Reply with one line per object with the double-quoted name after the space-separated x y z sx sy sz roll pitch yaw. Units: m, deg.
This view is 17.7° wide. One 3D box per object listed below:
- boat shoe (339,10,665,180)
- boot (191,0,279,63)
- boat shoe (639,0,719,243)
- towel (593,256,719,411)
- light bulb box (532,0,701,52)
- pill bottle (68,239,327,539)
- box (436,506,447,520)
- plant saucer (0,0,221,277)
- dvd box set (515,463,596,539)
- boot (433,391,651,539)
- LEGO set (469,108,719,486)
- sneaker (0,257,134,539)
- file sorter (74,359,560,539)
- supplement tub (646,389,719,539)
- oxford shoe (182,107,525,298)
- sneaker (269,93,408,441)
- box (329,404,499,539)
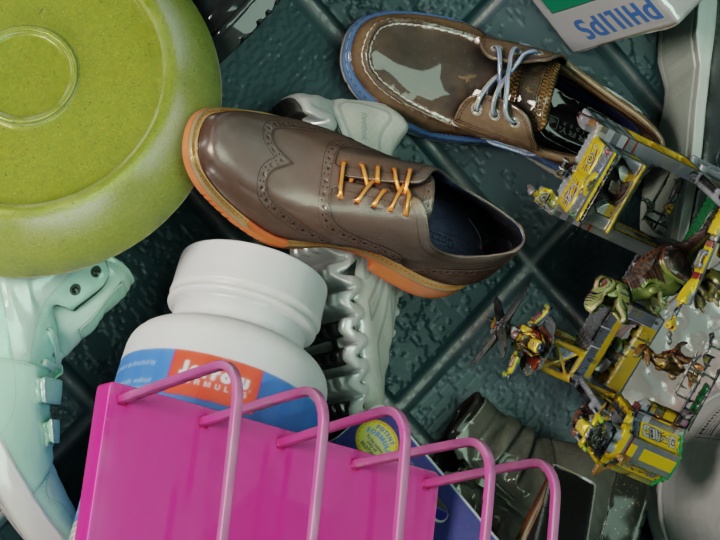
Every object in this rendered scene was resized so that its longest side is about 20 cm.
0.087 -0.103 1.323 0.199 0.072 0.073 16 81 -21 "boat shoe"
-0.085 -0.227 1.261 0.162 0.073 0.199 39 76 -12 "boot"
0.209 -0.083 1.371 0.060 0.076 0.201 11 84 -16 "boat shoe"
0.249 0.084 1.402 0.191 0.032 0.200 -40 101 -19 "towel"
0.154 -0.267 1.331 0.198 0.125 0.200 -44 104 -19 "light bulb box"
-0.080 0.090 1.198 0.112 0.112 0.201 21 67 -20 "pill bottle"
-0.020 0.204 1.245 0.119 0.041 0.200 24 76 27 "box"
-0.172 -0.095 1.193 0.199 0.031 0.201 0 70 0 "plant saucer"
0.065 0.213 1.206 0.029 0.146 0.201 25 108 2 "dvd box set"
0.080 0.180 1.319 0.130 0.068 0.201 19 75 -13 "boot"
0.137 0.007 1.259 0.116 0.154 0.200 23 114 -21 "LEGO set"
-0.158 0.054 1.211 0.118 0.074 0.201 -25 94 -15 "sneaker"
-0.018 0.135 1.084 0.199 0.125 0.140 18 68 -32 "file sorter"
0.260 0.130 1.279 0.131 0.200 0.133 1 88 -22 "supplement tub"
-0.001 -0.044 1.209 0.199 0.073 0.072 19 67 -34 "oxford shoe"
0.000 0.000 1.287 0.081 0.075 0.201 -5 90 -32 "sneaker"
-0.029 0.176 1.221 0.200 0.032 0.121 -40 59 -3 "box"
